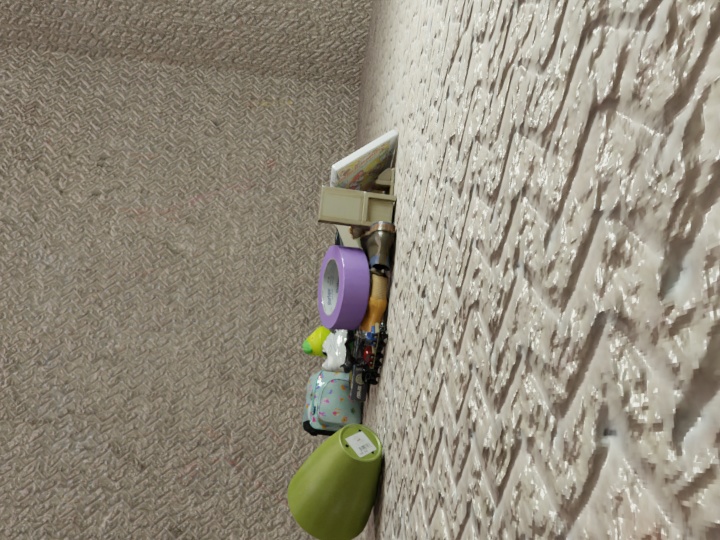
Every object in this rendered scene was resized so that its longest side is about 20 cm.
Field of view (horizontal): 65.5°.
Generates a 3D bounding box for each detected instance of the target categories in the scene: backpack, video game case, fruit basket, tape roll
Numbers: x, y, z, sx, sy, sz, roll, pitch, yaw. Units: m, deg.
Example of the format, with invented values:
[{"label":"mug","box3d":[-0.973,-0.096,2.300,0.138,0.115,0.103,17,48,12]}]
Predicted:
[{"label":"backpack","box3d":[-0.080,0.397,1.717,0.153,0.175,0.201,129,149,-52]},{"label":"video game case","box3d":[0.004,-0.243,1.404,0.023,0.200,0.182,47,155,19]},{"label":"fruit basket","box3d":[-0.082,0.207,1.776,0.216,0.215,0.156,-92,8,-60]},{"label":"tape roll","box3d":[-0.043,0.042,1.343,0.200,0.065,0.201,-176,90,-69]}]

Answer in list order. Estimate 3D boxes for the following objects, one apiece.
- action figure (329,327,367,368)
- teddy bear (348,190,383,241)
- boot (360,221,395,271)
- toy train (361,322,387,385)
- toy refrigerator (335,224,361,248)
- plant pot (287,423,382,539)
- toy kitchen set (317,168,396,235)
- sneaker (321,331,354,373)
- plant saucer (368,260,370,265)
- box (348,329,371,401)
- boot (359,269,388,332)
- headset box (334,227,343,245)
[{"label":"action figure","box3d":[-0.011,0.155,1.452,0.102,0.118,0.201,-7,-83,-60]},{"label":"teddy bear","box3d":[0.011,-0.166,1.544,0.067,0.145,0.201,-5,83,44]},{"label":"boot","box3d":[0.034,-0.035,1.309,0.200,0.074,0.097,113,165,-71]},{"label":"toy train","box3d":[0.029,0.194,1.286,0.034,0.046,0.201,-90,6,-50]},{"label":"toy refrigerator","box3d":[-0.026,-0.152,1.595,0.070,0.076,0.201,-11,104,53]},{"label":"plant pot","box3d":[-0.032,0.419,1.159,0.187,0.186,0.200,-91,22,-58]},{"label":"toy kitchen set","box3d":[-0.012,-0.177,1.373,0.200,0.180,0.164,153,123,-80]},{"label":"sneaker","box3d":[-0.067,0.201,1.590,0.201,0.087,0.075,-85,-20,-44]},{"label":"plant saucer","box3d":[0.000,0.000,1.526,0.200,0.032,0.200,-54,-3,-5]},{"label":"box","box3d":[0.002,0.250,1.594,0.161,0.049,0.201,-121,37,-80]},{"label":"boot","box3d":[0.019,0.073,1.353,0.201,0.070,0.145,-140,62,-78]},{"label":"headset box","box3d":[-0.029,-0.030,1.895,0.174,0.092,0.201,104,160,-62]}]
